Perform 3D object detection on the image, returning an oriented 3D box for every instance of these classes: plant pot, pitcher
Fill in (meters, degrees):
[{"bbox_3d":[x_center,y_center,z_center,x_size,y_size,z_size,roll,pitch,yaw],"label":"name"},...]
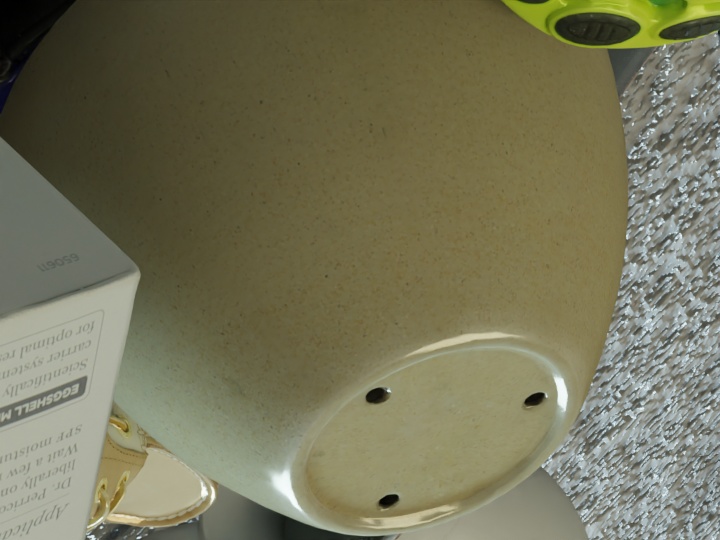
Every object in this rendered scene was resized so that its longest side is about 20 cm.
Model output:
[{"bbox_3d":[0.000,0.000,0.862,0.199,0.135,0.201,-14,143,-11],"label":"plant pot"},{"bbox_3d":[-0.002,0.125,1.171,0.171,0.122,0.200,-26,149,16],"label":"pitcher"}]

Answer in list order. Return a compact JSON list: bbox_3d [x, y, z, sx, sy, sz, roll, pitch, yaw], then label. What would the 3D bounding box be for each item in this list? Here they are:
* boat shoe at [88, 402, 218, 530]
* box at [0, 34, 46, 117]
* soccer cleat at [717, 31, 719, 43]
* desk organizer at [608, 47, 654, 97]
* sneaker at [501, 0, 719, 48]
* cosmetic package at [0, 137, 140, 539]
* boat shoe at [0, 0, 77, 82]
[{"bbox_3d":[-0.113,0.060,0.916,0.074,0.069,0.200,-34,146,24],"label":"boat shoe"},{"bbox_3d":[-0.092,-0.016,0.957,0.119,0.041,0.200,-46,147,-6],"label":"box"},{"bbox_3d":[0.150,-0.151,1.098,0.068,0.085,0.201,-17,121,2],"label":"soccer cleat"},{"bbox_3d":[0.083,-0.134,1.011,0.071,0.077,0.200,14,135,-21],"label":"desk organizer"},{"bbox_3d":[0.031,-0.131,0.802,0.074,0.199,0.084,-52,-163,43],"label":"sneaker"},{"bbox_3d":[-0.175,0.037,0.749,0.123,0.199,0.201,-20,139,-39],"label":"cosmetic package"},{"bbox_3d":[-0.103,-0.096,0.835,0.200,0.057,0.067,-46,149,-5],"label":"boat shoe"}]
